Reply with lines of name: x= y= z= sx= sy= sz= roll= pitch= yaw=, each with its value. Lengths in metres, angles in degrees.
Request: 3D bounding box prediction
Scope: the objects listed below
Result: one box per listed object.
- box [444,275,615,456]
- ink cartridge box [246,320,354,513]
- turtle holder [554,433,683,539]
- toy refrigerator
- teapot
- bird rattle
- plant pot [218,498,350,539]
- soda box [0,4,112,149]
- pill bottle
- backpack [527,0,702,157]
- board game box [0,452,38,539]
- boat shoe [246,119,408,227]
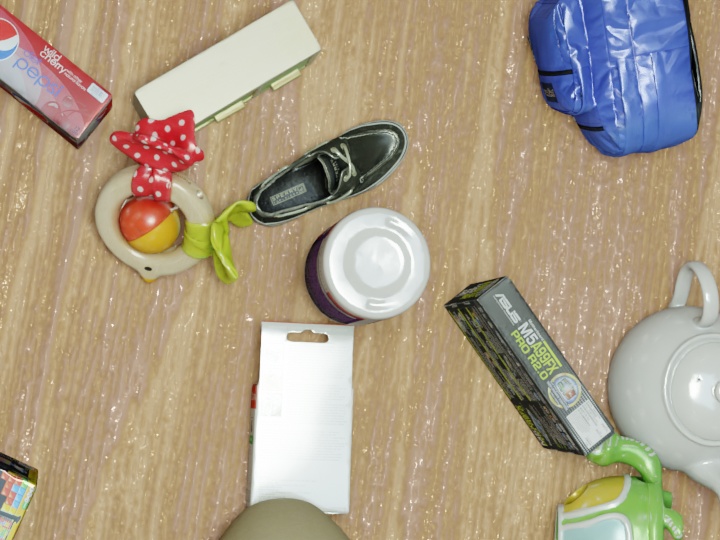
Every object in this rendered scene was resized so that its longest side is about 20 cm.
box: x=0.178 y=0.103 z=1.612 sx=0.044 sy=0.160 sz=0.201 roll=-35 pitch=92 yaw=-9
ink cartridge box: x=-0.064 y=0.159 z=1.620 sx=0.107 sy=0.050 sz=0.203 roll=3 pitch=84 yaw=-10
turtle holder: x=0.277 y=0.280 z=1.621 sx=0.130 sy=0.141 sz=0.188 roll=2 pitch=120 yaw=6
toy refrigerator: x=-0.143 y=-0.206 z=1.618 sx=0.199 sy=0.076 sz=0.070 roll=-33 pitch=92 yaw=-11
teapot: x=0.375 y=0.127 z=1.653 sx=0.200 sy=0.146 sz=0.198 roll=41 pitch=80 yaw=-4
bird rattle: x=-0.206 y=-0.061 z=1.558 sx=0.162 sy=0.113 sz=0.200 roll=-27 pitch=125 yaw=24
plant pot: x=-0.080 y=0.318 z=1.552 sx=0.198 sy=0.201 sz=0.136 roll=1 pitch=51 yaw=-10
soda box: x=-0.357 y=-0.218 z=1.582 sx=0.199 sy=0.070 sz=0.064 roll=40 pitch=81 yaw=-6
pill bottle: x=0.000 y=0.000 z=1.566 sx=0.110 sy=0.200 sz=0.113 roll=1 pitch=85 yaw=-11
backpack: x=0.281 y=-0.225 z=1.659 sx=0.166 sy=0.163 sz=0.202 roll=-16 pitch=102 yaw=-2
board game box: x=-0.377 y=0.268 z=1.478 sx=0.056 sy=0.200 sz=0.167 roll=26 pitch=81 yaw=-9
boat shoe: x=-0.030 y=-0.105 z=1.637 sx=0.199 sy=0.064 sz=0.071 roll=-30 pitch=92 yaw=-11
